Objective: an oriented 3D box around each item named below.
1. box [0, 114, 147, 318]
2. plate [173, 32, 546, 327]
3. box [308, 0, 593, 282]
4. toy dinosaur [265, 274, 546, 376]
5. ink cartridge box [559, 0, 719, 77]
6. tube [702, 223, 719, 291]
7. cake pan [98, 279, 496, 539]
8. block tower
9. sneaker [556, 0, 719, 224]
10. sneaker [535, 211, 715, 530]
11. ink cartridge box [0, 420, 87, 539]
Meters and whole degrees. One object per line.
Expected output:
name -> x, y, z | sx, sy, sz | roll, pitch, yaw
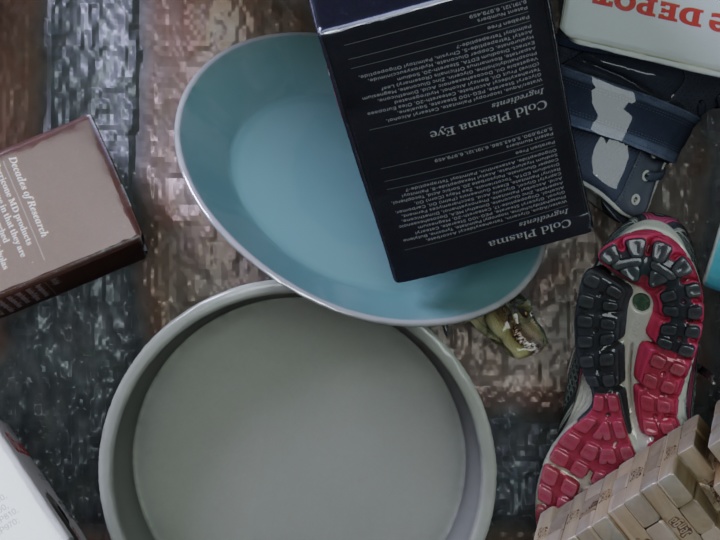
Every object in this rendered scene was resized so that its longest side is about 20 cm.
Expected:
box -> -0.211, -0.005, 1.198 | 0.200, 0.100, 0.075 | -21, 86, -6
plate -> -0.001, -0.043, 1.205 | 0.200, 0.026, 0.200 | 13, 45, -14
box -> 0.030, -0.132, 1.138 | 0.104, 0.182, 0.200 | -15, 50, 3
toy dinosaur -> 0.000, 0.000, 1.241 | 0.200, 0.047, 0.088 | 39, 80, 5
ink cartridge box -> 0.185, -0.193, 1.101 | 0.147, 0.083, 0.200 | 16, 110, 19
tube -> 0.267, 0.010, 1.142 | 0.200, 0.050, 0.077 | 15, 96, 7
cake pan -> -0.031, 0.100, 1.208 | 0.200, 0.037, 0.200 | 0, 100, 2
block tower -> 0.176, 0.099, 1.144 | 0.200, 0.054, 0.058 | -35, 101, 23
sneaker -> 0.185, -0.087, 1.246 | 0.202, 0.077, 0.146 | 15, 96, -15
sneaker -> 0.141, 0.069, 1.211 | 0.081, 0.075, 0.200 | 13, 111, 9
ink cartridge box -> -0.157, 0.173, 1.161 | 0.083, 0.147, 0.200 | -34, 88, -7
